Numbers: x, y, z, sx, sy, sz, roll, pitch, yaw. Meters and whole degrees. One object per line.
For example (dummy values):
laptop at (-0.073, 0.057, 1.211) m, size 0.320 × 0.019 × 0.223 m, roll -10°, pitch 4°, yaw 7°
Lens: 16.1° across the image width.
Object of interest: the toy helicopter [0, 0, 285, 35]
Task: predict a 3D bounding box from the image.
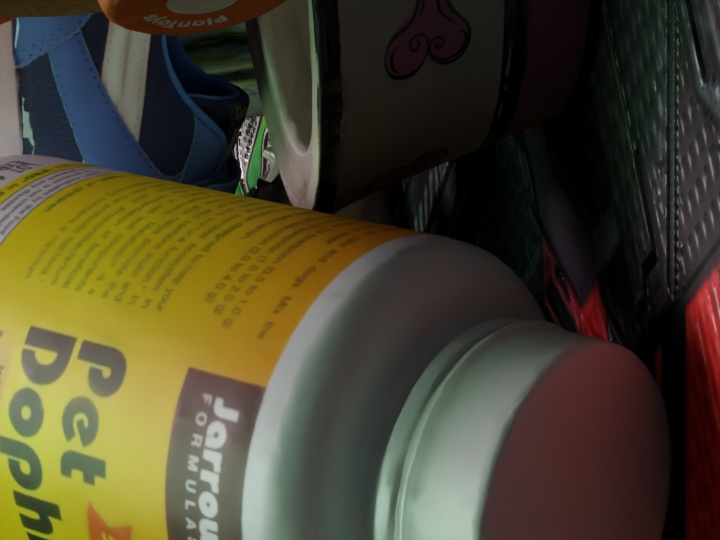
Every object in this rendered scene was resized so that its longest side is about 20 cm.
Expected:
toy helicopter at (-0.119, -0.082, 0.595) m, size 0.132 × 0.200 × 0.079 m, roll 142°, pitch 121°, yaw -62°

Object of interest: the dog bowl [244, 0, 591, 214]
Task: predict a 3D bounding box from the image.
dog bowl at (0.007, -0.117, 0.664) m, size 0.200 × 0.074 × 0.200 m, roll 171°, pitch 90°, yaw -83°

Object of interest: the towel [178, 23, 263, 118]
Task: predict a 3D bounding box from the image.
towel at (-0.066, -0.077, 0.889) m, size 0.200 × 0.171 × 0.048 m, roll 167°, pitch 97°, yaw -84°

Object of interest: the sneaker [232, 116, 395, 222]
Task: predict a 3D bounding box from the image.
sneaker at (-0.017, -0.033, 1.024) m, size 0.085 × 0.078 × 0.200 m, roll -40°, pitch 41°, yaw 38°

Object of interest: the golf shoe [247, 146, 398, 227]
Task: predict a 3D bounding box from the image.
golf shoe at (0.000, 0.000, 0.849) m, size 0.078 × 0.097 × 0.200 m, roll -61°, pitch -2°, yaw -12°

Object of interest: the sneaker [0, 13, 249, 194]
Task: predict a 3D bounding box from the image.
sneaker at (-0.071, -0.017, 0.757) m, size 0.074 × 0.082 × 0.200 m, roll -115°, pitch 20°, yaw -70°

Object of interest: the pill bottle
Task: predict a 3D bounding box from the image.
pill bottle at (-0.027, 0.037, 0.631) m, size 0.200 × 0.109 × 0.109 m, roll 12°, pitch 116°, yaw 38°
